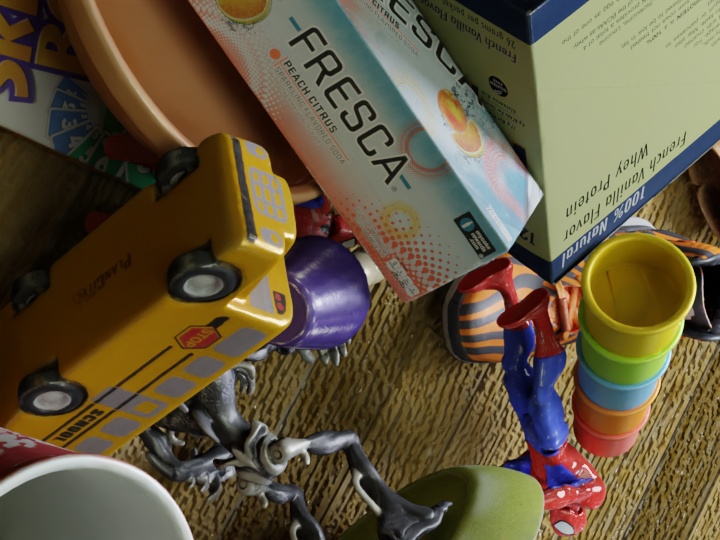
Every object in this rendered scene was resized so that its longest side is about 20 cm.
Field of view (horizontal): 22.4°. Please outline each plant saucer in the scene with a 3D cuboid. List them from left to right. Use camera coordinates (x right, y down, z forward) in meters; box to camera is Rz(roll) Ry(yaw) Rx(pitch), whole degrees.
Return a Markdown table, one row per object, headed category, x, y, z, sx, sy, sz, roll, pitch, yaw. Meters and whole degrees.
| category | x | y | z | sx | sy | sz | roll | pitch | yaw |
| --- | --- | --- | --- | --- | --- | --- | --- | --- | --- |
| plant saucer | -0.076 | -0.119 | 0.868 | 0.200 | 0.037 | 0.200 | 34 | 42 | -38 |
| plant saucer | 0.011 | 0.169 | 0.962 | 0.031 | 0.200 | 0.200 | 47 | 66 | -11 |

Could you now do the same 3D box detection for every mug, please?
| category | x | y | z | sx | sy | sz | roll | pitch | yaw |
| --- | --- | --- | --- | --- | --- | --- | --- | --- | --- |
| mug | -0.174 | 0.140 | 0.781 | 0.133 | 0.200 | 0.178 | -33 | 119 | -32 |

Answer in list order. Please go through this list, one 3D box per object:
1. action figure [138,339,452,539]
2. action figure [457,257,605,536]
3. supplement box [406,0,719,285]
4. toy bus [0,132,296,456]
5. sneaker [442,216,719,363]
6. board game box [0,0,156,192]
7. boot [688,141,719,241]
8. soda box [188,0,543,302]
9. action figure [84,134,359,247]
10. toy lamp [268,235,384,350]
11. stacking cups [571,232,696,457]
| category | x | y | z | sx | sy | sz | roll | pitch | yaw |
| --- | --- | --- | --- | --- | --- | --- | --- | --- | --- |
| action figure | -0.054 | 0.077 | 0.933 | 0.119 | 0.102 | 0.200 | -43 | 89 | 18 |
| action figure | 0.083 | 0.098 | 1.051 | 0.099 | 0.065 | 0.200 | -32 | 129 | -10 |
| supplement box | 0.113 | -0.143 | 0.934 | 0.200 | 0.134 | 0.200 | -39 | 146 | -19 |
| toy bus | -0.100 | 0.021 | 0.825 | 0.078 | 0.200 | 0.065 | 22 | 44 | -40 |
| sneaker | 0.149 | 0.012 | 1.090 | 0.200 | 0.112 | 0.078 | -20 | 111 | -35 |
| board game box | -0.144 | -0.107 | 0.872 | 0.200 | 0.030 | 0.096 | 24 | 84 | -38 |
| boot | 0.300 | -0.059 | 1.235 | 0.155 | 0.074 | 0.200 | -43 | 112 | -27 |
| soda box | -0.001 | -0.088 | 0.852 | 0.200 | 0.068 | 0.064 | 54 | 33 | -12 |
| action figure | -0.056 | -0.028 | 0.929 | 0.200 | 0.052 | 0.066 | 7 | 94 | -60 |
| toy lamp | 0.000 | 0.000 | 0.925 | 0.200 | 0.058 | 0.058 | -28 | 119 | -63 |
| stacking cups | 0.151 | 0.052 | 1.024 | 0.061 | 0.060 | 0.200 | -52 | 160 | -20 |
